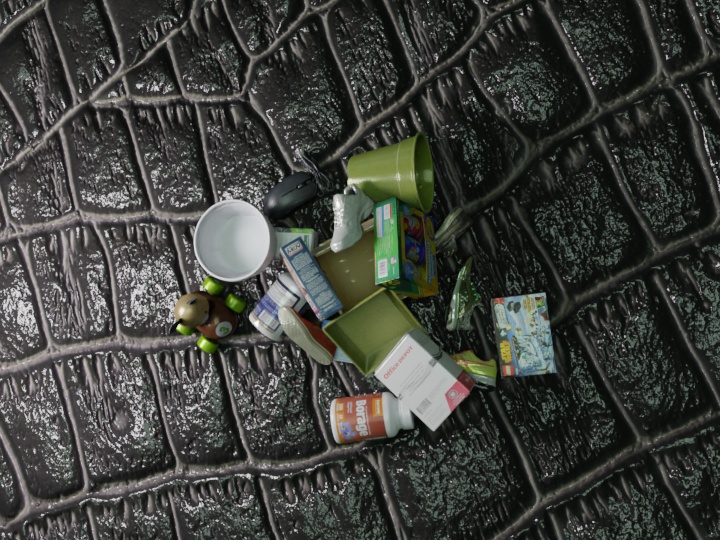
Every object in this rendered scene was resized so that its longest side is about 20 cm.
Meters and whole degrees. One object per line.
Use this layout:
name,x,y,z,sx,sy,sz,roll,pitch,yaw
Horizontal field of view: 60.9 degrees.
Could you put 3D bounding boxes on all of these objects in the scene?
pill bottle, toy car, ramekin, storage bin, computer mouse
pill bottle,-0.188,0.075,1.592,0.111,0.111,0.200,39,93,8
toy car,-0.414,0.115,1.577,0.157,0.200,0.165,35,92,9
ramekin,-0.304,-0.070,1.538,0.199,0.105,0.202,-1,86,10
storage bin,0.000,0.000,1.543,0.198,0.094,0.201,-25,106,6
computer mouse,-0.182,-0.215,1.635,0.200,0.053,0.139,-38,83,5
pill bottle,0.031,0.367,1.543,0.199,0.112,0.113,-10,86,8

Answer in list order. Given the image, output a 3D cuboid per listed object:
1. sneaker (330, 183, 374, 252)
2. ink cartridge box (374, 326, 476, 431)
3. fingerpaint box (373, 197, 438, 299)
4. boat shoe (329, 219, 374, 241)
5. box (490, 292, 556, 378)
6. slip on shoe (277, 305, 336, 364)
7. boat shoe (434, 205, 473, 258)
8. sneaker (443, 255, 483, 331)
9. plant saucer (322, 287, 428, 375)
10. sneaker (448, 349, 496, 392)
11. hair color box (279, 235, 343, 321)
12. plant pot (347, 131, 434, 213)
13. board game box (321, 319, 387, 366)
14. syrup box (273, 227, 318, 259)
sneaker,-0.040,-0.128,1.448,0.078,0.201,0.099,-18,126,34
ink cartridge box,0.154,0.258,1.480,0.200,0.085,0.146,42,112,11
fingerpaint box,0.110,-0.050,1.460,0.073,0.166,0.201,-15,66,36
boat shoe,0.015,-0.089,1.594,0.199,0.068,0.072,18,88,7
box,0.406,0.162,1.536,0.136,0.040,0.202,-7,86,7
slip on shoe,-0.134,0.156,1.552,0.200,0.074,0.061,47,50,-22
boat shoe,0.215,-0.068,1.560,0.073,0.074,0.201,36,94,9
sneaker,0.270,0.063,1.555,0.088,0.077,0.201,12,94,-4
plant saucer,0.038,0.142,1.524,0.199,0.048,0.200,-33,121,11
sneaker,0.251,0.237,1.546,0.199,0.078,0.091,16,64,14
hair color box,-0.122,0.024,1.493,0.060,0.100,0.201,-31,87,-13
plant pot,0.072,-0.237,1.545,0.189,0.200,0.202,-3,86,19
board game box,-0.009,0.193,1.605,0.199,0.019,0.104,9,90,9
syrup box,-0.216,-0.071,1.618,0.198,0.081,0.079,3,87,7
